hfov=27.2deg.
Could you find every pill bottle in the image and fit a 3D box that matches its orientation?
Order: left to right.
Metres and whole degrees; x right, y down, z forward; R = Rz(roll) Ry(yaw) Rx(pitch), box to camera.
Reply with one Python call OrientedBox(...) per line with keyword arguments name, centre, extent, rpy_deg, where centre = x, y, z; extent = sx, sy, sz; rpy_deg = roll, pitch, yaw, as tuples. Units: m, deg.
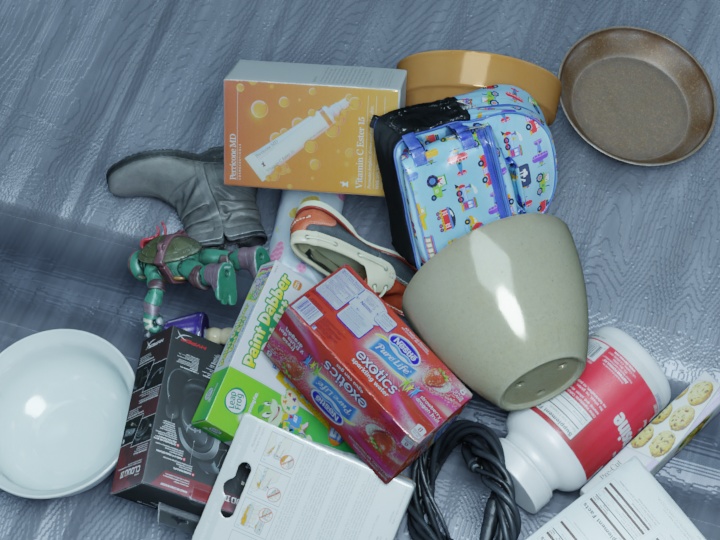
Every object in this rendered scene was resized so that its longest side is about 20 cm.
OrientedBox(name="pill bottle", centre=(0.231, 0.164, 1.610), extent=(0.200, 0.113, 0.112), rpy_deg=(-41, 66, -13))

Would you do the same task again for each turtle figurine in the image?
OrientedBox(name="turtle figurine", centre=(-0.205, 0.006, 1.704), extent=(0.198, 0.101, 0.150), rpy_deg=(-2, 34, 38))

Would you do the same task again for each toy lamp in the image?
OrientedBox(name="toy lamp", centre=(-0.130, 0.076, 1.731), extent=(0.197, 0.058, 0.059), rpy_deg=(0, 63, 4))

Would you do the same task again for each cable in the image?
OrientedBox(name="cable", centre=(0.104, 0.241, 1.571), extent=(0.050, 0.164, 0.202), rpy_deg=(8, 45, -25))

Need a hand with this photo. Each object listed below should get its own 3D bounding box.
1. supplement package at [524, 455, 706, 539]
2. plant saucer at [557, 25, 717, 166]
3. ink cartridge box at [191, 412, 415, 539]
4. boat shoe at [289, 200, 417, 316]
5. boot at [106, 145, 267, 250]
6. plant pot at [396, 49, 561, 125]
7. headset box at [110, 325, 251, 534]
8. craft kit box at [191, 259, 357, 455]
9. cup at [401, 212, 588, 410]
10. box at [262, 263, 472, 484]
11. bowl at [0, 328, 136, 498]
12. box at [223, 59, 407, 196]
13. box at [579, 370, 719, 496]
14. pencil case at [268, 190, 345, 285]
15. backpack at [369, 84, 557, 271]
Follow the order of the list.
OrientedBox(name="supplement package", centre=(0.238, 0.326, 1.484), extent=(0.199, 0.192, 0.147), rpy_deg=(-35, 65, -10))
OrientedBox(name="plant saucer", centre=(0.332, -0.205, 1.807), extent=(0.198, 0.037, 0.203), rpy_deg=(3, 61, -6))
OrientedBox(name="ink cartridge box", centre=(-0.061, 0.262, 1.580), extent=(0.198, 0.050, 0.164), rpy_deg=(23, 90, 3))
OrientedBox(name="boat shoe", centre=(0.000, 0.000, 1.695), extent=(0.071, 0.199, 0.063), rpy_deg=(-36, 28, 35))
OrientedBox(name="boot", centre=(-0.215, -0.078, 1.813), extent=(0.197, 0.070, 0.133), rpy_deg=(-8, 68, 8))
OrientedBox(name="plant pot", centre=(0.132, -0.161, 1.751), extent=(0.197, 0.200, 0.142), rpy_deg=(6, 80, 10))
OrientedBox(name="headset box", centre=(-0.179, 0.184, 1.628), extent=(0.148, 0.077, 0.202), rpy_deg=(24, 61, -30))
OrientedBox(name="craft kit box", centre=(-0.062, 0.124, 1.642), extent=(0.196, 0.048, 0.202), rpy_deg=(31, 66, -20))
OrientedBox(name="cup", centre=(0.160, 0.059, 1.556), extent=(0.198, 0.201, 0.144), rpy_deg=(-22, 62, -4))
OrientedBox(name="box", centre=(0.006, 0.108, 1.562), extent=(0.200, 0.096, 0.099), rpy_deg=(45, 51, 11))
OrientedBox(name="bowl", centre=(-0.337, 0.175, 1.686), extent=(0.198, 0.091, 0.203), rpy_deg=(-3, 64, 6))
OrientedBox(name="box", centre=(-0.051, -0.162, 1.686), extent=(0.197, 0.126, 0.098), rpy_deg=(4, 21, 6))
OrientedBox(name="box", centre=(0.322, 0.192, 1.626), extent=(0.199, 0.039, 0.041), rpy_deg=(-40, 66, -13))
OrientedBox(name="pencil case", centre=(-0.065, -0.044, 1.764), extent=(0.082, 0.091, 0.202), rpy_deg=(12, 65, -2))
OrientedBox(name="backpack", centre=(0.128, -0.100, 1.603), extent=(0.198, 0.185, 0.135), rpy_deg=(-16, 24, -12))
